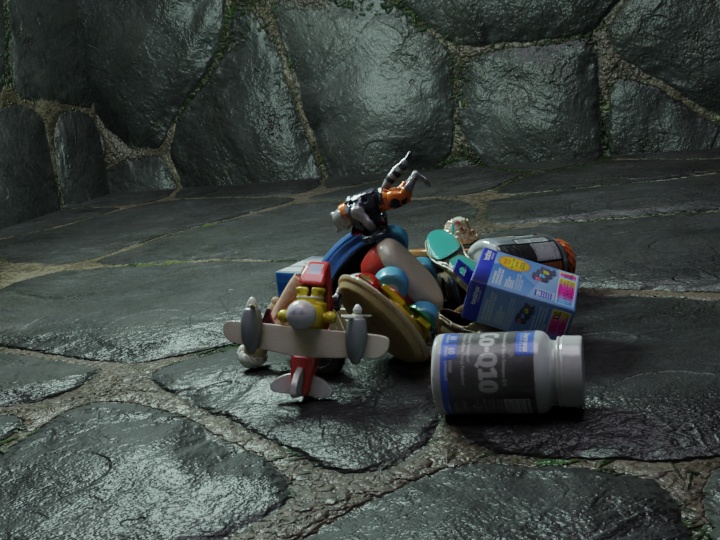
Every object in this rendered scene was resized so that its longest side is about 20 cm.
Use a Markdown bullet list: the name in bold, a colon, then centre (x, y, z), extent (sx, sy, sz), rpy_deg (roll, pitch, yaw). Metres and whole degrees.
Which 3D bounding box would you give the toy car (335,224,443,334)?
- **toy car**: centre (0.032, 0.052, 1.714), extent (0.200, 0.177, 0.184), rpy_deg (-34, 25, 22)

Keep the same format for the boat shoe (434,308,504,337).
- **boat shoe**: centre (0.202, 0.099, 1.514), extent (0.202, 0.075, 0.075), rpy_deg (5, 18, 40)

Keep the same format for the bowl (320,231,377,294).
- **bowl**: centre (0.000, 0.000, 1.816), extent (0.200, 0.201, 0.039), rpy_deg (-17, 50, -36)

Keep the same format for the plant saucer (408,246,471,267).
- **plant saucer**: centre (0.198, -0.028, 1.885), extent (0.200, 0.038, 0.200), rpy_deg (-1, 2, 0)

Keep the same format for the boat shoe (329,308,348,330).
- **boat shoe**: centre (-0.070, 0.103, 1.687), extent (0.200, 0.071, 0.064), rpy_deg (5, -18, 41)

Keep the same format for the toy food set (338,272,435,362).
- **toy food set**: centre (0.042, 0.076, 1.496), extent (0.049, 0.198, 0.200), rpy_deg (-45, -12, -17)

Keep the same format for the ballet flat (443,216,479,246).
- **ballet flat**: centre (0.213, -0.081, 1.954), extent (0.075, 0.064, 0.200), rpy_deg (-2, 2, 9)

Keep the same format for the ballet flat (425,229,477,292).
- **ballet flat**: centre (0.178, -0.008, 1.731), extent (0.067, 0.062, 0.200), rpy_deg (-25, 35, -7)

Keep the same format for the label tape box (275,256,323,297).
- **label tape box**: centre (-0.070, 0.008, 2.057), extent (0.144, 0.063, 0.200), rpy_deg (4, 17, 35)

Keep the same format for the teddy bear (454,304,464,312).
- **teddy bear**: centre (0.247, 0.080, 1.628), extent (0.200, 0.067, 0.145), rpy_deg (-13, 4, 1)

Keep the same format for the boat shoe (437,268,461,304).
- **boat shoe**: centre (0.152, 0.035, 1.841), extent (0.072, 0.072, 0.200), rpy_deg (-13, 4, -4)

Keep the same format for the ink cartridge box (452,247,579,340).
- **ink cartridge box**: centre (0.245, 0.037, 1.496), extent (0.200, 0.077, 0.136), rpy_deg (15, 28, 9)

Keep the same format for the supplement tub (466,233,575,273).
- **supplement tub**: centre (0.309, -0.007, 1.770), extent (0.200, 0.123, 0.122), rpy_deg (-5, 10, -34)

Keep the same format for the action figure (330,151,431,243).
- **action figure**: centre (0.031, -0.135, 1.723), extent (0.193, 0.105, 0.200), rpy_deg (-29, 18, 4)

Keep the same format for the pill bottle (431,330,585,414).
- **pill bottle**: centre (0.204, 0.140, 1.266), extent (0.199, 0.114, 0.114), rpy_deg (-4, 14, 16)

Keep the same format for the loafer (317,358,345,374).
- **loafer**: centre (-0.071, 0.120, 1.570), extent (0.071, 0.073, 0.200), rpy_deg (19, 9, -33)

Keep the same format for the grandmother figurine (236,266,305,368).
- **grandmother figurine**: centre (-0.139, 0.086, 1.567), extent (0.061, 0.200, 0.121), rpy_deg (33, 16, -23)

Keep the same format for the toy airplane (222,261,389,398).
- **toy airplane**: centre (-0.086, 0.097, 1.403), extent (0.200, 0.199, 0.141), rpy_deg (-35, -24, -8)
